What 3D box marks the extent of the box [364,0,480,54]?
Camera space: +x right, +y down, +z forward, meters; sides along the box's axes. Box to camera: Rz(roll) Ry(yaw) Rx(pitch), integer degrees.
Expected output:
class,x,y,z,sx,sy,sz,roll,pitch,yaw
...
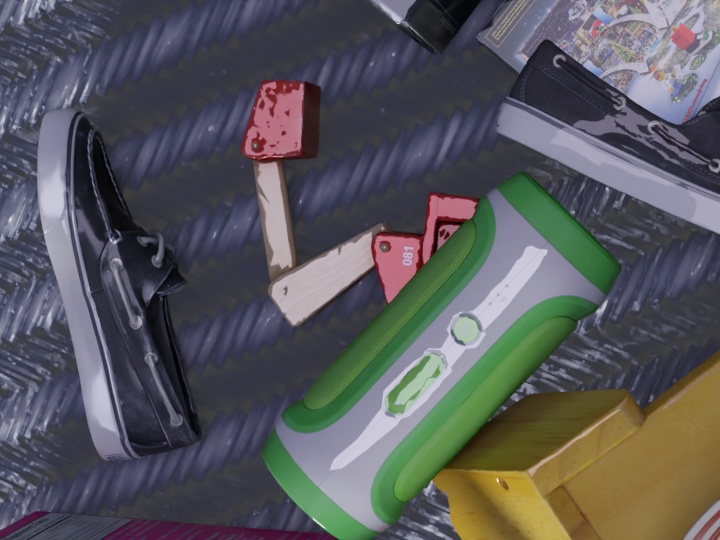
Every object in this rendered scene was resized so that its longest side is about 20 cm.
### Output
class,x,y,z,sx,sy,sz,roll,pitch,yaw
box,0.053,-0.230,0.980,0.107,0.148,0.201,38,95,7

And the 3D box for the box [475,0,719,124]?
class,x,y,z,sx,sy,sz,roll,pitch,yaw
box,0.177,-0.161,1.017,0.136,0.038,0.201,40,96,6

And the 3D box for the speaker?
class,x,y,z,sx,sy,sz,roll,pitch,yaw
speaker,0.041,0.046,0.967,0.088,0.088,0.200,44,97,6

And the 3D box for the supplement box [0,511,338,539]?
class,x,y,z,sx,sy,sz,roll,pitch,yaw
supplement box,-0.107,0.197,1.035,0.198,0.103,0.103,3,92,10

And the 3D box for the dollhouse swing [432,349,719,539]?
class,x,y,z,sx,sy,sz,roll,pitch,yaw
dollhouse swing,0.179,0.131,0.981,0.175,0.181,0.201,-39,100,-20

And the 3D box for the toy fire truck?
class,x,y,z,sx,sy,sz,roll,pitch,yaw
toy fire truck,0.000,0.000,1.041,0.139,0.049,0.203,6,93,9

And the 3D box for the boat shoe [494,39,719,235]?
class,x,y,z,sx,sy,sz,roll,pitch,yaw
boat shoe,0.170,-0.062,0.972,0.198,0.070,0.067,25,97,12

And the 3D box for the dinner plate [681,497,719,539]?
class,x,y,z,sx,sy,sz,roll,pitch,yaw
dinner plate,0.236,0.160,0.879,0.198,0.024,0.202,1,118,1

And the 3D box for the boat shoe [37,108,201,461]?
class,x,y,z,sx,sy,sz,roll,pitch,yaw
boat shoe,-0.131,0.005,1.050,0.067,0.072,0.202,-11,92,11
